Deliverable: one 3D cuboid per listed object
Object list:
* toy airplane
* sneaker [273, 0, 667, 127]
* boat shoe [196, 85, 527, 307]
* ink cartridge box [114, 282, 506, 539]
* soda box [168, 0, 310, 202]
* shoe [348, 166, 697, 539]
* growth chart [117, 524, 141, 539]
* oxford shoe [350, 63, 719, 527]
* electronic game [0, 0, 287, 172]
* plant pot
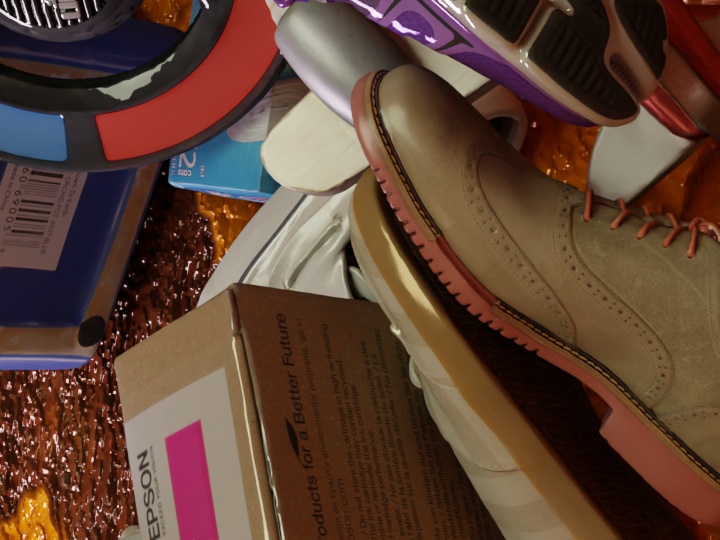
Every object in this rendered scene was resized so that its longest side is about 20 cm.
[{"bbox_3d":[0.063,-0.121,0.833,0.199,0.141,0.200,3,72,29],"label":"toy airplane"},{"bbox_3d":[0.008,-0.110,0.768,0.081,0.200,0.083,-57,1,-32],"label":"sneaker"},{"bbox_3d":[0.000,0.000,0.944,0.200,0.072,0.066,-53,44,17],"label":"boat shoe"},{"bbox_3d":[0.010,0.115,0.840,0.075,0.165,0.200,-29,63,41],"label":"ink cartridge box"},{"bbox_3d":[-0.022,-0.127,0.985,0.064,0.068,0.200,7,89,49],"label":"soda box"},{"bbox_3d":[0.050,0.054,0.820,0.053,0.070,0.200,-32,93,33],"label":"shoe"},{"bbox_3d":[-0.132,0.152,0.992,0.145,0.200,0.018,-12,108,54],"label":"growth chart"},{"bbox_3d":[0.082,-0.005,0.789,0.075,0.200,0.070,-38,18,30],"label":"oxford shoe"},{"bbox_3d":[-0.117,-0.122,0.909,0.200,0.200,0.042,-49,18,31],"label":"electronic game"},{"bbox_3d":[-0.201,-0.061,1.085,0.180,0.200,0.200,31,107,39],"label":"plant pot"}]
